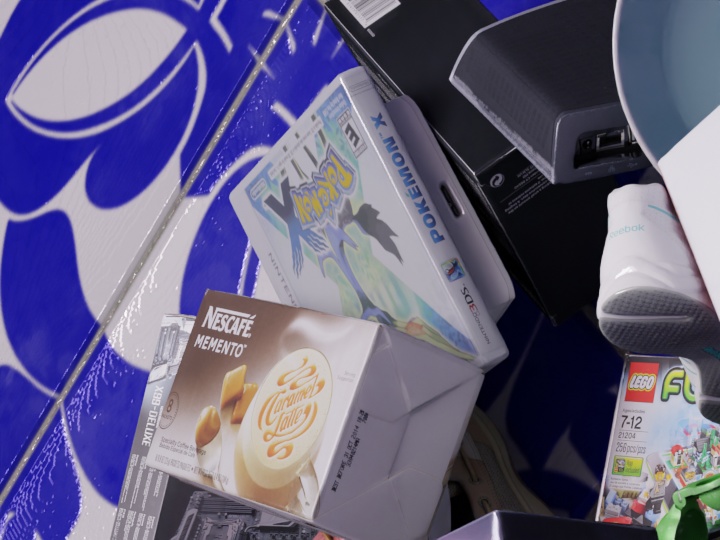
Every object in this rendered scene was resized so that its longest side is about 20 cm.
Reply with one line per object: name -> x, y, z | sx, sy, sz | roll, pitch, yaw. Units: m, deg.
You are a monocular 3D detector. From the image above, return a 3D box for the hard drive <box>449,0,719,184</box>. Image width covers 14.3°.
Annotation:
hard drive -> 0.163, -0.112, 1.573 | 0.135, 0.199, 0.043 | 49, 147, 48

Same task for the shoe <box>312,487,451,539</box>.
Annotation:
shoe -> -0.009, 0.178, 1.669 | 0.071, 0.091, 0.201 | 45, 138, 40

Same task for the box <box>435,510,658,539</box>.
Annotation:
box -> 0.062, 0.250, 1.481 | 0.200, 0.123, 0.200 | -32, 57, 44

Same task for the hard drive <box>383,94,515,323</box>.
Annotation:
hard drive -> 0.036, -0.013, 1.695 | 0.132, 0.027, 0.200 | 62, 166, 10

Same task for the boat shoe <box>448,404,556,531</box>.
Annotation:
boat shoe -> 0.053, 0.132, 1.708 | 0.200, 0.065, 0.072 | 51, 129, 44

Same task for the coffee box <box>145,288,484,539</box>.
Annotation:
coffee box -> -0.029, 0.084, 1.619 | 0.200, 0.079, 0.115 | 11, 79, 59

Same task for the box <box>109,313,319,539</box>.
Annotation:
box -> -0.072, 0.141, 1.791 | 0.050, 0.157, 0.201 | 8, 82, 51

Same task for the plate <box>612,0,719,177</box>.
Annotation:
plate -> 0.223, -0.114, 1.515 | 0.026, 0.199, 0.202 | 160, 122, -74

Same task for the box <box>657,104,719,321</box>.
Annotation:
box -> 0.266, -0.003, 1.401 | 0.106, 0.199, 0.153 | -43, 46, 32

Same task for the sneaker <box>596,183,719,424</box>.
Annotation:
sneaker -> 0.182, 0.019, 1.446 | 0.070, 0.200, 0.081 | -17, 57, 26

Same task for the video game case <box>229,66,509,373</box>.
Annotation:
video game case -> 0.000, 0.000, 1.664 | 0.183, 0.022, 0.200 | 63, 152, 8

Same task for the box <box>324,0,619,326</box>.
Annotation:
box -> 0.075, -0.083, 1.699 | 0.079, 0.141, 0.200 | -33, 44, -5

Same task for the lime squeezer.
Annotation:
lime squeezer -> 0.192, 0.134, 1.506 | 0.071, 0.038, 0.201 | 47, 125, 38

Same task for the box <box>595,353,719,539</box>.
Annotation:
box -> 0.215, 0.105, 1.555 | 0.199, 0.035, 0.111 | 0, 76, 50
